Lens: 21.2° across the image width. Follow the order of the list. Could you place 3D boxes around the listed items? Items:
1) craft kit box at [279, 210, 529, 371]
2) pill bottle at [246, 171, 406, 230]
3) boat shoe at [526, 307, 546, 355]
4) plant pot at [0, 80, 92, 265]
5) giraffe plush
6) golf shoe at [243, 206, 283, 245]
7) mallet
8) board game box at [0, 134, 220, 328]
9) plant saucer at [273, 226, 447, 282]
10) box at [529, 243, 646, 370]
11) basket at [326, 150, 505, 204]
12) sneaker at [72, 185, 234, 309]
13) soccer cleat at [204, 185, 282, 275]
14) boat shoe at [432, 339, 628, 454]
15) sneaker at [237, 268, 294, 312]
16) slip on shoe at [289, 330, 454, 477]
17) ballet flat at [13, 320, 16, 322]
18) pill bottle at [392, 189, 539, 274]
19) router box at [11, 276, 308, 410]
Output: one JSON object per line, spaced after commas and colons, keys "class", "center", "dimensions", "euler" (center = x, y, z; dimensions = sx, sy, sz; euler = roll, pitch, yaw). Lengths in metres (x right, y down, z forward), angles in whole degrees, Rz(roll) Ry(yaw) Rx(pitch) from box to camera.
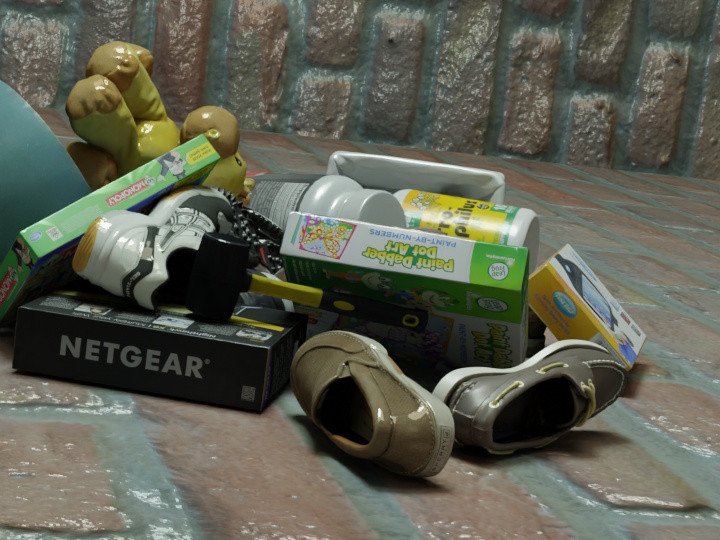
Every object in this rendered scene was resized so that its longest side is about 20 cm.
{"class": "craft kit box", "center": [0.041, 0.025, 1.602], "dimensions": [0.197, 0.049, 0.200], "euler": [6, -24, 8]}
{"class": "pill bottle", "center": [-0.055, -0.044, 1.976], "dimensions": [0.200, 0.111, 0.111], "euler": [5, 5, 40]}
{"class": "boat shoe", "center": [0.080, 0.034, 1.798], "dimensions": [0.200, 0.068, 0.072], "euler": [4, 9, -18]}
{"class": "plant pot", "center": [-0.340, -0.057, 1.742], "dimensions": [0.135, 0.200, 0.200], "euler": [-36, 28, -20]}
{"class": "giraffe plush", "center": [-0.182, -0.107, 1.815], "dimensions": [0.162, 0.200, 0.173], "euler": [13, 42, 8]}
{"class": "golf shoe", "center": [-0.146, -0.037, 1.924], "dimensions": [0.200, 0.078, 0.094], "euler": [13, 9, 21]}
{"class": "mallet", "center": [-0.043, 0.030, 1.521], "dimensions": [0.200, 0.066, 0.041], "euler": [21, 6, -21]}
{"class": "board game box", "center": [-0.218, -0.031, 1.603], "dimensions": [0.200, 0.029, 0.135], "euler": [-32, -9, -37]}
{"class": "plant saucer", "center": [0.000, 0.000, 1.760], "dimensions": [0.200, 0.035, 0.200], "euler": [-15, -10, -3]}
{"class": "box", "center": [0.207, 0.038, 1.766], "dimensions": [0.119, 0.041, 0.200], "euler": [50, 16, 2]}
{"class": "basket", "center": [0.060, -0.058, 2.175], "dimensions": [0.200, 0.136, 0.123], "euler": [8, 5, 5]}
{"class": "sneaker", "center": [-0.149, -0.010, 1.564], "dimensions": [0.088, 0.076, 0.200], "euler": [33, 26, 16]}
{"class": "soccer cleat", "center": [-0.124, -0.015, 1.773], "dimensions": [0.073, 0.068, 0.200], "euler": [-18, -25, 11]}
{"class": "boat shoe", "center": [0.139, 0.098, 1.446], "dimensions": [0.200, 0.072, 0.059], "euler": [-6, 22, -44]}
{"class": "sneaker", "center": [-0.164, 0.017, 1.672], "dimensions": [0.200, 0.076, 0.114], "euler": [14, 8, 24]}
{"class": "slip on shoe", "center": [-0.009, 0.092, 1.358], "dimensions": [0.061, 0.076, 0.200], "euler": [10, 14, -31]}
{"class": "ballet flat", "center": [-0.323, 0.013, 1.635], "dimensions": [0.200, 0.057, 0.066], "euler": [2, 11, -33]}
{"class": "pill bottle", "center": [0.081, -0.025, 2.038], "dimensions": [0.200, 0.113, 0.113], "euler": [10, 9, 15]}
{"class": "router box", "center": [-0.154, 0.055, 1.519], "dimensions": [0.200, 0.052, 0.157], "euler": [9, 9, 9]}
